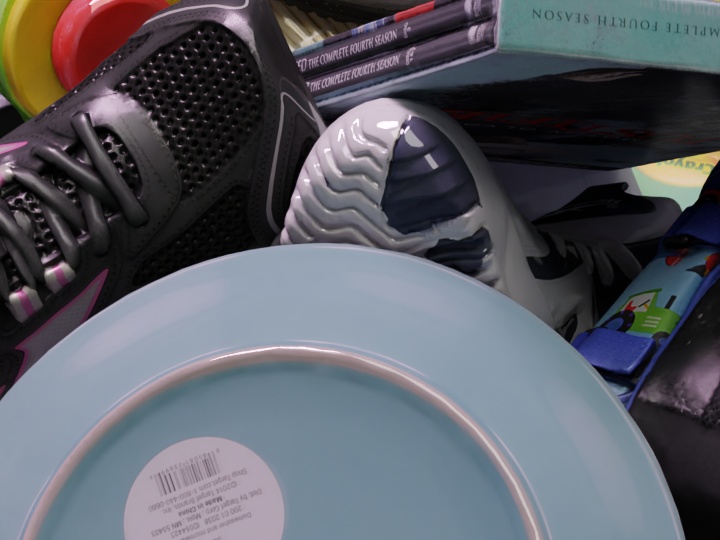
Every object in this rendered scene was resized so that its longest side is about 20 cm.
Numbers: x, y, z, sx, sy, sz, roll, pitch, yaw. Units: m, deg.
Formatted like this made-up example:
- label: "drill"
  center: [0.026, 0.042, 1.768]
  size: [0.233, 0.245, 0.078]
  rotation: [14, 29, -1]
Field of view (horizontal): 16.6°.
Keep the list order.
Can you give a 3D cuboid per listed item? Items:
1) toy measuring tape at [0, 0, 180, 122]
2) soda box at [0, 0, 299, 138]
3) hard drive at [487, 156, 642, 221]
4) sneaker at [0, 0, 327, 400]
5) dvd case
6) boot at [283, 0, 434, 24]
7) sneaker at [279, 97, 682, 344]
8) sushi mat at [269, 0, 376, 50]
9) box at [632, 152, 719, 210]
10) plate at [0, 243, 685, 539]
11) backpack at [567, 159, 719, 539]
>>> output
- label: "toy measuring tape"
  center: [-0.109, -0.047, 0.781]
  size: [0.074, 0.074, 0.200]
  rotation: [36, 92, 27]
- label: "soda box"
  center: [-0.061, -0.082, 0.880]
  size: [0.200, 0.071, 0.063]
  rotation: [-22, 53, -21]
- label: "hard drive"
  center: [0.000, 0.000, 0.786]
  size: [0.200, 0.026, 0.132]
  rotation: [-25, 96, -24]
- label: "sneaker"
  center: [-0.095, 0.001, 0.680]
  size: [0.080, 0.200, 0.086]
  rotation: [54, 24, 11]
- label: "dvd case"
  center: [0.058, -0.051, 0.691]
  size: [0.146, 0.200, 0.022]
  rotation: [3, 87, -24]
- label: "boot"
  center: [-0.026, -0.151, 0.786]
  size: [0.199, 0.131, 0.068]
  rotation: [17, 63, -5]
- label: "sneaker"
  center: [0.046, -0.002, 0.721]
  size: [0.079, 0.199, 0.130]
  rotation: [0, 46, 31]
- label: "sushi mat"
  center: [-0.050, -0.102, 0.839]
  size: [0.096, 0.012, 0.200]
  rotation: [-37, 78, -25]
- label: "box"
  center: [0.121, -0.085, 0.910]
  size: [0.117, 0.048, 0.200]
  rotation: [25, 49, 19]
- label: "plate"
  center: [-0.019, 0.086, 0.602]
  size: [0.199, 0.026, 0.201]
  rotation: [-3, 74, 10]
- label: "backpack"
  center: [0.154, 0.041, 0.699]
  size: [0.134, 0.183, 0.200]
  rotation: [19, 52, 31]
